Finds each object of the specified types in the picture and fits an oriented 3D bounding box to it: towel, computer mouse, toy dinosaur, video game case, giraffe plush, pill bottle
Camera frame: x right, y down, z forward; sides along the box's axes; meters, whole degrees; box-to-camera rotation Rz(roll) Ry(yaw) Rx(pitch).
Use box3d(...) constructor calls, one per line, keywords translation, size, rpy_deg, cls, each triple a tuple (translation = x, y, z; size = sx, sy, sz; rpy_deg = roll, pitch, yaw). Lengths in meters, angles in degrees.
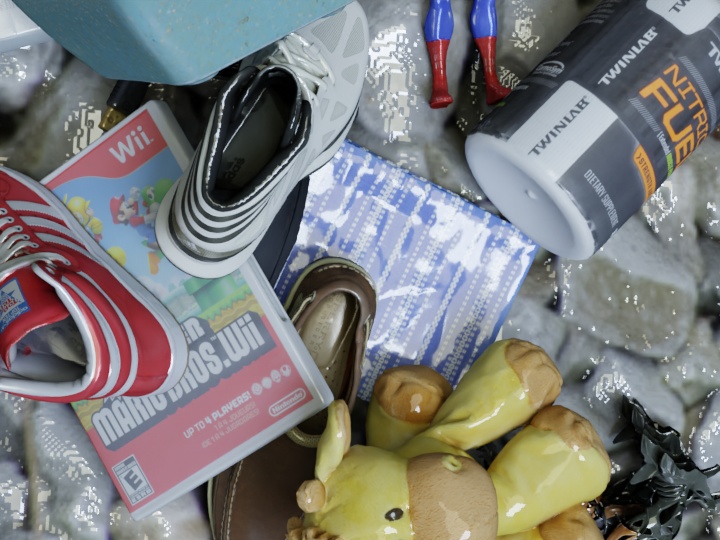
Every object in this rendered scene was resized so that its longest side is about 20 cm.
box3d(translation=(0.000, 0.000, 0.869), size=(0.200, 0.024, 0.145), rpy_deg=(26, 87, -9), cls="towel")
box3d(translation=(-0.095, -0.048, 0.819), size=(0.140, 0.046, 0.200), rpy_deg=(24, 90, -8), cls="computer mouse")
box3d(translation=(0.159, 0.160, 0.878), size=(0.200, 0.102, 0.136), rpy_deg=(29, 101, -26), cls="toy dinosaur")
box3d(translation=(-0.122, 0.024, 0.801), size=(0.143, 0.017, 0.200), rpy_deg=(-33, 82, 18), cls="video game case")
box3d(translation=(0.030, 0.131, 0.772), size=(0.200, 0.162, 0.173), rpy_deg=(-32, 74, 14), cls="giraffe plush")
box3d(translation=(0.166, -0.110, 0.850), size=(0.106, 0.106, 0.200), rpy_deg=(46, 78, -7), cls="pill bottle")

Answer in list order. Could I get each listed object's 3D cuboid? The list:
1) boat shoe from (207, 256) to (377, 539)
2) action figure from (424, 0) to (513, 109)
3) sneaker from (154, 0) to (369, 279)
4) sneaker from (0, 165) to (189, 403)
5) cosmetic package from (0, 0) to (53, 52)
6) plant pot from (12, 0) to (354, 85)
box3d(translation=(-0.043, 0.091, 0.826), size=(0.074, 0.075, 0.203), rpy_deg=(15, 97, -9), cls="boat shoe")
box3d(translation=(0.066, -0.206, 0.844), size=(0.065, 0.099, 0.201), rpy_deg=(-6, 89, -11), cls="action figure")
box3d(translation=(-0.033, -0.093, 0.750), size=(0.076, 0.115, 0.201), rpy_deg=(32, 62, -8), cls="sneaker")
box3d(translation=(-0.192, 0.001, 0.755), size=(0.200, 0.112, 0.071), rpy_deg=(36, 102, 14), cls="sneaker")
box3d(translation=(-0.243, -0.225, 0.811), size=(0.150, 0.052, 0.201), rpy_deg=(-15, 93, -13), cls="cosmetic package")
box3d(translation=(-0.102, -0.206, 0.703), size=(0.196, 0.196, 0.200), rpy_deg=(-31, 115, -25), cls="plant pot")
